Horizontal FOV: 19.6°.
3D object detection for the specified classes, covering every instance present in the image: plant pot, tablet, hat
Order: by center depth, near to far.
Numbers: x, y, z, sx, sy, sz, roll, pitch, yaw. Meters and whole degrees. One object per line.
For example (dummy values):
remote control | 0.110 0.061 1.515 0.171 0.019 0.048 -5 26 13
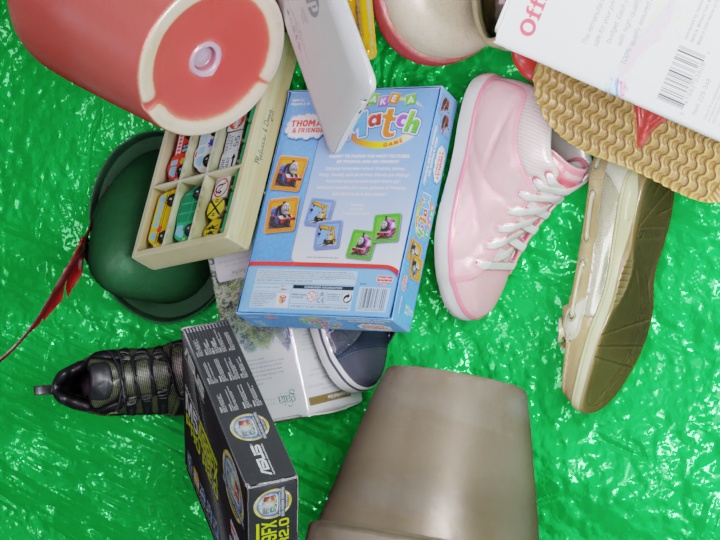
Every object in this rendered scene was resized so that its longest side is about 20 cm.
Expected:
tablet | -0.038 -0.206 1.661 0.130 0.014 0.201 125 128 -64
plant pot | 0.061 0.171 1.677 0.199 0.200 0.175 5 81 32
plant pot | -0.169 -0.213 1.740 0.177 0.200 0.201 41 115 41
hat | -0.224 -0.020 1.831 0.165 0.176 0.201 0 95 32

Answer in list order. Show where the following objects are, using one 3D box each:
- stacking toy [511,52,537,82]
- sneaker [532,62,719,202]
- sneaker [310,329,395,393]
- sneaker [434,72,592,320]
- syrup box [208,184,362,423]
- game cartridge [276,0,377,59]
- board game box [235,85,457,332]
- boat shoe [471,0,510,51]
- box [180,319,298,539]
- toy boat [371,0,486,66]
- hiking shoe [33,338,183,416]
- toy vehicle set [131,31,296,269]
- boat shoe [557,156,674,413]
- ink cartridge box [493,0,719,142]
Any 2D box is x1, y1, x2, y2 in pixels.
stacking toy | 0.197 -0.209 1.613 0.200 0.085 0.086 -33 77 37
sneaker | 0.222 -0.109 1.590 0.200 0.090 0.075 36 110 26
sneaker | 0.000 0.000 1.750 0.079 0.078 0.201 -12 87 38
sneaker | 0.124 -0.052 1.666 0.104 0.075 0.202 13 97 36
syrup box | -0.069 0.028 1.793 0.078 0.081 0.201 -12 89 38
game cartridge | -0.047 -0.274 1.698 0.200 0.032 0.177 34 134 59
board game box | -0.011 -0.051 1.695 0.151 0.037 0.201 1 70 32
boat shoe | 0.110 -0.268 1.602 0.072 0.065 0.201 -5 86 40
box | -0.101 0.164 1.717 0.200 0.044 0.161 -118 23 -47
toy boat | 0.044 -0.261 1.689 0.131 0.130 0.201 -23 80 62
hiking shoe | -0.194 0.103 1.869 0.199 0.100 0.076 -12 89 33
toy vehicle set | -0.123 -0.103 1.778 0.124 0.026 0.201 -12 57 43
boat shoe | 0.189 0.010 1.637 0.063 0.073 0.202 18 101 37
ink cartridge box | 0.216 -0.198 1.496 0.199 0.086 0.148 26 116 7
